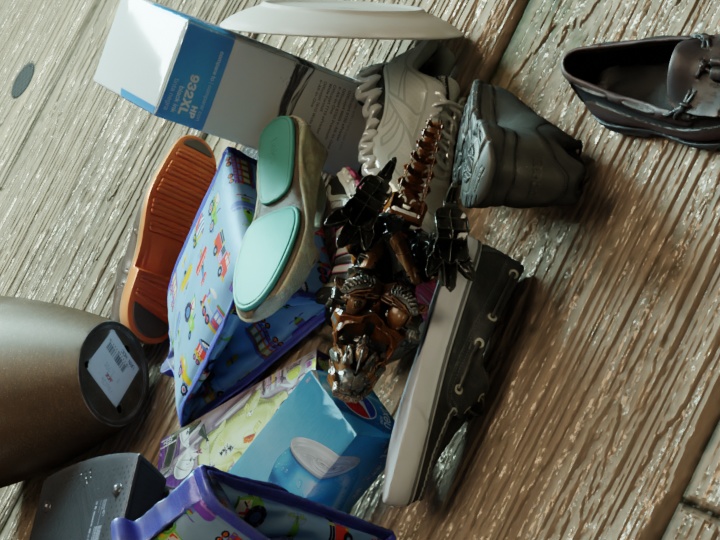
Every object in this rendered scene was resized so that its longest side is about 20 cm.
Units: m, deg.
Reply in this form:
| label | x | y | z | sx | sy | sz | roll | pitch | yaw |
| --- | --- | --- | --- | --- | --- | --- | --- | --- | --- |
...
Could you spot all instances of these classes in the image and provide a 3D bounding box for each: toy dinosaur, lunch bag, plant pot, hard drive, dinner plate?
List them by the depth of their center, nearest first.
| label | x | y | z | sx | sy | sz | roll | pitch | yaw |
| --- | --- | --- | --- | --- | --- | --- | --- | --- | --- |
| lunch bag | -0.090 | 0.217 | 1.299 | 0.150 | 0.199 | 0.095 | -41 | 37 | 26 |
| toy dinosaur | 0.017 | -0.013 | 1.347 | 0.136 | 0.101 | 0.202 | 114 | 154 | -71 |
| dinner plate | -0.014 | -0.203 | 1.554 | 0.200 | 0.198 | 0.025 | 22 | 113 | 57 |
| hard drive | -0.227 | 0.227 | 1.617 | 0.199 | 0.042 | 0.136 | -21 | 53 | 56 |
| lunch bag | -0.115 | 0.026 | 1.618 | 0.200 | 0.093 | 0.151 | -50 | 35 | 32 |
| plant pot | -0.293 | 0.101 | 1.730 | 0.198 | 0.187 | 0.189 | -10 | 56 | 34 |

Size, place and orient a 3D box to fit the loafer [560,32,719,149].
| label | x | y | z | sx | sy | sz | roll | pitch | yaw |
| --- | --- | --- | --- | --- | --- | --- | --- | --- | --- |
| loafer | 0.212 | -0.125 | 1.293 | 0.199 | 0.063 | 0.073 | 5 | 69 | 55 |

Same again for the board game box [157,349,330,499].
| label | x | y | z | sx | sy | sz | roll | pitch | yaw |
| --- | --- | --- | --- | --- | --- | --- | --- | --- | --- |
| board game box | -0.095 | 0.154 | 1.533 | 0.199 | 0.032 | 0.121 | -32 | 46 | 37 |

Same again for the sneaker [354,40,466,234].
| label | x | y | z | sx | sy | sz | roll | pitch | yaw |
| --- | --- | --- | --- | --- | --- | --- | --- | --- | --- |
| sneaker | 0.045 | -0.107 | 1.509 | 0.081 | 0.075 | 0.201 | -31 | 42 | 24 |

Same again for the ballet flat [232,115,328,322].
| label | x | y | z | sx | sy | sz | roll | pitch | yaw |
| --- | --- | --- | --- | --- | --- | --- | --- | --- | --- |
| ballet flat | -0.052 | -0.035 | 1.499 | 0.067 | 0.062 | 0.202 | -21 | 45 | 34 |

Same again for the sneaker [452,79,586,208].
| label | x | y | z | sx | sy | sz | roll | pitch | yaw |
| --- | --- | --- | --- | --- | --- | --- | --- | --- | --- |
| sneaker | 0.115 | -0.082 | 1.390 | 0.200 | 0.090 | 0.077 | -91 | 12 | -69 |

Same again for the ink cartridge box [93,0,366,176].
| label | x | y | z | sx | sy | sz | roll | pitch | yaw |
| --- | --- | --- | --- | --- | --- | --- | --- | --- | --- |
| ink cartridge box | -0.101 | -0.153 | 1.614 | 0.145 | 0.199 | 0.085 | 29 | 100 | 57 |

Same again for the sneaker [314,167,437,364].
| label | x | y | z | sx | sy | sz | roll | pitch | yaw |
| --- | --- | --- | --- | --- | --- | --- | --- | --- | --- |
| sneaker | 0.000 | 0.000 | 1.476 | 0.087 | 0.074 | 0.201 | -42 | 41 | 16 |

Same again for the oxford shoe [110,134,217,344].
| label | x | y | z | sx | sy | sz | roll | pitch | yaw |
| --- | --- | --- | --- | --- | --- | --- | --- | --- | --- |
| oxford shoe | -0.188 | -0.030 | 1.766 | 0.073 | 0.071 | 0.202 | -8 | 59 | 56 |

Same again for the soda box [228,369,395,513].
| label | x | y | z | sx | sy | sz | roll | pitch | yaw |
| --- | --- | --- | --- | --- | --- | --- | --- | --- | --- |
| soda box | -0.057 | 0.168 | 1.405 | 0.201 | 0.064 | 0.068 | -52 | 56 | 21 |

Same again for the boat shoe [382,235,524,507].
| label | x | y | z | sx | sy | sz | roll | pitch | yaw |
| --- | --- | --- | --- | --- | --- | --- | --- | --- | --- |
| boat shoe | 0.065 | 0.072 | 1.343 | 0.069 | 0.056 | 0.202 | 116 | 171 | -73 |
